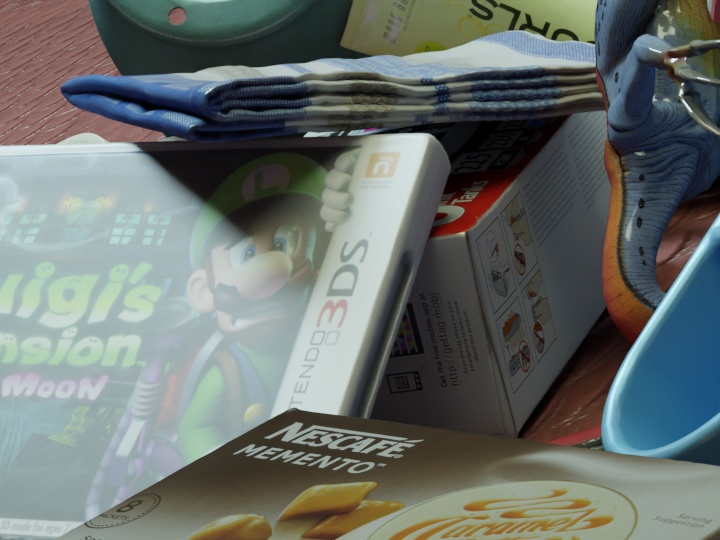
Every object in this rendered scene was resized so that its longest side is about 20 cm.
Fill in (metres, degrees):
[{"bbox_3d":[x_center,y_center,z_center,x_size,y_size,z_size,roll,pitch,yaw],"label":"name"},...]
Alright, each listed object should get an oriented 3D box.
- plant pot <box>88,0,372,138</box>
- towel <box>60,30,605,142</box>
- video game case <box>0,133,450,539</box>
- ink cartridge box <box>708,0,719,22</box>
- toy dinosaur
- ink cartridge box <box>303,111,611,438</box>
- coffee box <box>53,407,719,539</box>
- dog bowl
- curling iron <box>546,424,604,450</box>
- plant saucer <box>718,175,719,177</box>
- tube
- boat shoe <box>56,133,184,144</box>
[{"bbox_3d":[-0.044,-0.152,1.346,0.199,0.201,0.188,-12,-12,10],"label":"plant pot"},{"bbox_3d":[0.002,-0.072,1.085,0.199,0.024,0.147,-6,10,-24],"label":"towel"},{"bbox_3d":[-0.082,0.030,1.004,0.199,0.023,0.182,-1,54,28],"label":"video game case"},{"bbox_3d":[0.246,-0.105,1.164,0.199,0.085,0.146,8,21,11],"label":"ink cartridge box"},{"bbox_3d":[0.116,-0.053,1.009,0.105,0.182,0.200,27,-12,-23],"label":"toy dinosaur"},{"bbox_3d":[0.000,0.000,1.122,0.175,0.084,0.200,-8,17,22],"label":"ink cartridge box"},{"bbox_3d":[0.015,0.102,0.762,0.114,0.080,0.200,-26,20,-36],"label":"coffee box"},{"bbox_3d":[0.145,0.001,0.869,0.200,0.050,0.111,-54,18,-16],"label":"dog bowl"},{"bbox_3d":[0.102,0.049,0.965,0.199,0.026,0.050,-16,19,-9],"label":"curling iron"},{"bbox_3d":[0.132,-0.084,1.360,0.200,0.051,0.201,-13,16,4],"label":"plant saucer"},{"bbox_3d":[0.091,-0.092,1.247,0.199,0.058,0.052,21,1,2],"label":"tube"},{"bbox_3d":[-0.104,-0.026,1.389,0.062,0.073,0.200,27,-21,-35],"label":"boat shoe"}]
